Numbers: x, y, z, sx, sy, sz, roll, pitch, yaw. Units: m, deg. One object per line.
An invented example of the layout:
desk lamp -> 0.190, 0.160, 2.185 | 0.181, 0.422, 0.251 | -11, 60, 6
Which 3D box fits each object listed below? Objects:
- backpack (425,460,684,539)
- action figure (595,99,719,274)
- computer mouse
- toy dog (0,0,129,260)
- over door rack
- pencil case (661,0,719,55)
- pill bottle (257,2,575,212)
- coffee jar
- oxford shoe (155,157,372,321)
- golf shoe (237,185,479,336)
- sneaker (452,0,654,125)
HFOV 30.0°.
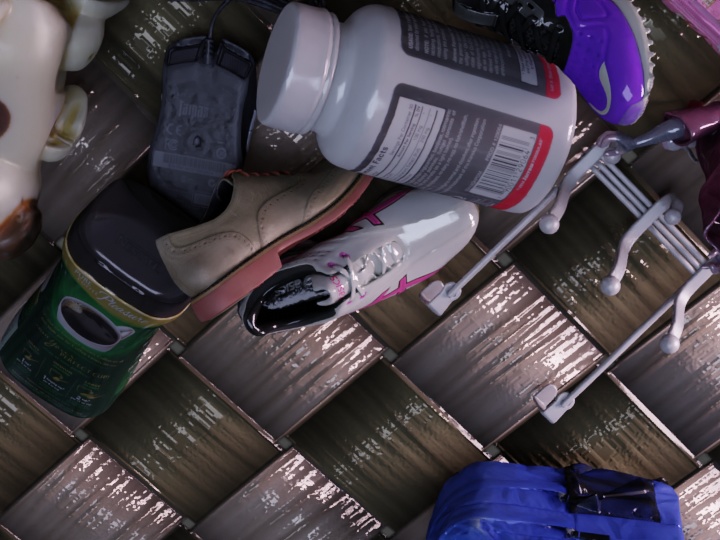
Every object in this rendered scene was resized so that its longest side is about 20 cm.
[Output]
backpack -> 0.149, 0.244, 1.081 | 0.198, 0.168, 0.164 | 11, 110, 4
action figure -> 0.260, -0.073, 0.900 | 0.149, 0.201, 0.134 | -41, 121, 20
computer mouse -> -0.084, -0.126, 0.985 | 0.139, 0.046, 0.202 | 5, 105, 6
toy dog -> -0.252, -0.107, 0.929 | 0.138, 0.194, 0.201 | 14, 110, -17
over door rack -> 0.165, 0.016, 1.014 | 0.148, 0.067, 0.200 | 43, 111, -15
pencil case -> 0.239, -0.193, 0.903 | 0.200, 0.087, 0.083 | 39, 102, -12
pill bottle -> 0.036, -0.115, 0.912 | 0.198, 0.111, 0.111 | 14, 117, -18
coffee jar -> -0.191, 0.022, 1.007 | 0.104, 0.086, 0.200 | 36, 134, -8
oxford shoe -> -0.060, -0.050, 0.951 | 0.075, 0.200, 0.070 | 52, 143, -7
golf shoe -> 0.000, 0.000, 1.013 | 0.199, 0.092, 0.073 | -25, 111, 14
sneaker -> 0.110, -0.171, 0.872 | 0.099, 0.201, 0.070 | -17, 157, -17
